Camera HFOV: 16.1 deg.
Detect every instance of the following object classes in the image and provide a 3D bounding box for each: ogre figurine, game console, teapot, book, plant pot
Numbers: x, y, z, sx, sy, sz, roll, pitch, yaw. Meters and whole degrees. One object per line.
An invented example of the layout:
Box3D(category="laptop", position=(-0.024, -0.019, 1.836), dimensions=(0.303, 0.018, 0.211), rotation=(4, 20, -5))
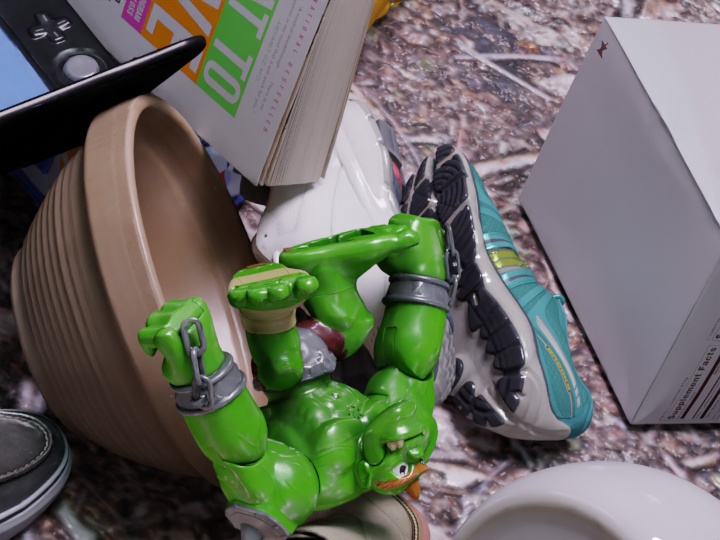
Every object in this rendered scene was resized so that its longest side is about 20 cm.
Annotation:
Box3D(category="ogre figurine", position=(-0.017, 0.050, 1.175), dimensions=(0.098, 0.121, 0.200), rotation=(-6, 11, 19))
Box3D(category="game console", position=(-0.204, -0.099, 1.277), dimensions=(0.199, 0.117, 0.176), rotation=(-23, 56, -26))
Box3D(category="teapot", position=(0.138, 0.178, 1.178), dimensions=(0.146, 0.197, 0.201), rotation=(-1, 56, -43))
Box3D(category="book", position=(-0.077, -0.153, 1.330), dimensions=(0.048, 0.134, 0.200), rotation=(-8, 38, -43))
Box3D(category="plant pot", position=(-0.111, 0.021, 1.261), dimensions=(0.092, 0.201, 0.201), rotation=(-19, 42, 11))

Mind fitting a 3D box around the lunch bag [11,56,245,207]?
Box3D(category="lunch bag", position=(-0.154, -0.107, 1.430), dimensions=(0.160, 0.076, 0.200), rotation=(-21, 58, -42))

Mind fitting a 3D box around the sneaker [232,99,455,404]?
Box3D(category="sneaker", position=(-0.006, 0.000, 1.320), dimensions=(0.087, 0.075, 0.200), rotation=(-19, 47, -5))

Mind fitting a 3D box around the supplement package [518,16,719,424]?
Box3D(category="supplement package", position=(0.232, -0.027, 1.477), dimensions=(0.199, 0.147, 0.192), rotation=(1, 44, -25))

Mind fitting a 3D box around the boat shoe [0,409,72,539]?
Box3D(category="boat shoe", position=(-0.216, 0.093, 1.179), dimensions=(0.199, 0.071, 0.072), rotation=(-13, 52, -37))

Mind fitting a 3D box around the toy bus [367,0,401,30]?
Box3D(category="toy bus", position=(-0.018, -0.220, 1.601), dimensions=(0.191, 0.136, 0.200), rotation=(2, 44, -48))

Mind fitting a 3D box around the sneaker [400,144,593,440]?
Box3D(category="sneaker", position=(0.071, 0.017, 1.425), dimensions=(0.079, 0.078, 0.201), rotation=(17, 40, -40))

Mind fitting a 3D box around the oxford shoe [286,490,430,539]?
Box3D(category="oxford shoe", position=(-0.012, 0.134, 1.192), dimensions=(0.074, 0.071, 0.200), rotation=(39, 8, -20))

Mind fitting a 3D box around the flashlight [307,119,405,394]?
Box3D(category="flashlight", position=(0.000, 0.000, 1.396), dimensions=(0.068, 0.068, 0.201), rotation=(16, 39, -22))
